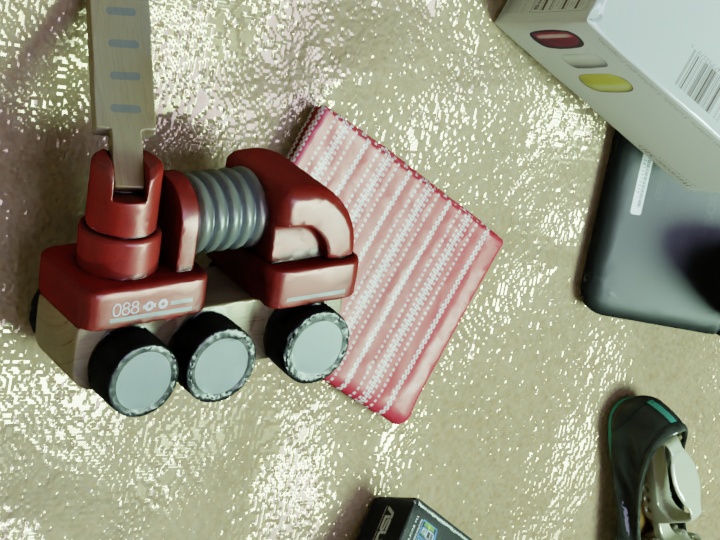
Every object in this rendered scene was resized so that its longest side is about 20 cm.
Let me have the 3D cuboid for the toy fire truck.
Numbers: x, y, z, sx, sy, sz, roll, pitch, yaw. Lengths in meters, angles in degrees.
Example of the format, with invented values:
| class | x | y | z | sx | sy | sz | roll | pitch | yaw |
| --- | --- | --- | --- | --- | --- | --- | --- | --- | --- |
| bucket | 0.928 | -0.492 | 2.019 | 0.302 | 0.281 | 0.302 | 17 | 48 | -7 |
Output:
| class | x | y | z | sx | sy | sz | roll | pitch | yaw |
| --- | --- | --- | --- | --- | --- | --- | --- | --- | --- |
| toy fire truck | -0.094 | -0.045 | 1.214 | 0.175 | 0.129 | 0.201 | -9 | 120 | -34 |

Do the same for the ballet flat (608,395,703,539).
| class | x | y | z | sx | sy | sz | roll | pitch | yaw |
| --- | --- | --- | --- | --- | --- | --- | --- | --- | --- |
| ballet flat | 0.222 | 0.189 | 1.626 | 0.068 | 0.068 | 0.201 | -29 | 123 | -34 |

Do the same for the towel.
| class | x | y | z | sx | sy | sz | roll | pitch | yaw |
| --- | --- | --- | --- | --- | --- | --- | --- | --- | --- |
| towel | 0.000 | 0.000 | 1.381 | 0.200 | 0.022 | 0.145 | 35 | 82 | -43 |

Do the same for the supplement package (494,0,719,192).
| class | x | y | z | sx | sy | sz | roll | pitch | yaw |
| --- | --- | --- | --- | --- | --- | --- | --- | --- | --- |
| supplement package | 0.219 | -0.167 | 1.433 | 0.200 | 0.111 | 0.156 | 37 | 78 | -26 |

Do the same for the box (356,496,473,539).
| class | x | y | z | sx | sy | sz | roll | pitch | yaw |
| --- | --- | --- | --- | --- | --- | --- | --- | --- | --- |
| box | 0.038 | 0.275 | 1.448 | 0.160 | 0.044 | 0.201 | 40 | 63 | -32 |

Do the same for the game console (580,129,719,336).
| class | x | y | z | sx | sy | sz | roll | pitch | yaw |
| --- | --- | --- | --- | --- | --- | --- | --- | --- | --- |
| game console | 0.245 | -0.063 | 1.597 | 0.174 | 0.116 | 0.202 | 9 | 98 | -15 |
